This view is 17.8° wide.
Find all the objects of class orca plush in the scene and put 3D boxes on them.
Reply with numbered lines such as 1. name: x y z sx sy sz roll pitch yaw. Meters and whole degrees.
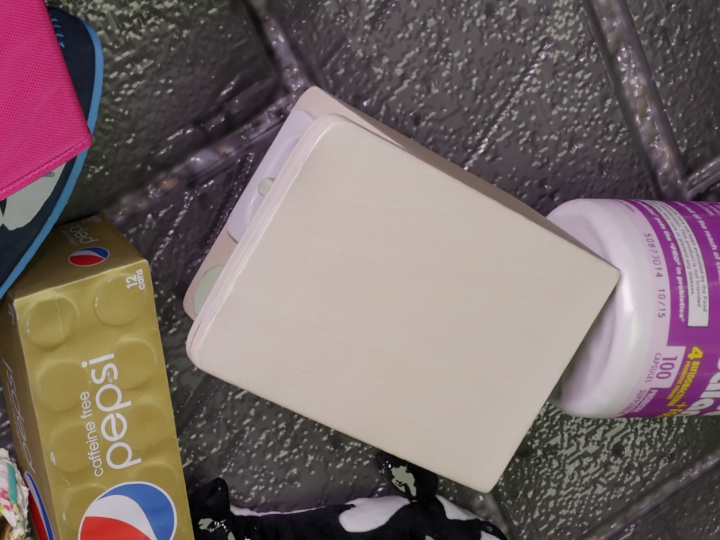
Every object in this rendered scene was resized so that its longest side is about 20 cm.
1. orca plush: 0.004 0.149 1.185 0.199 0.071 0.106 28 97 -33

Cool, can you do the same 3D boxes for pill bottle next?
1. pill bottle: 0.191 0.020 1.201 0.198 0.112 0.113 0 111 -26

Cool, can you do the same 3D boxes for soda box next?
1. soda box: -0.127 0.080 1.094 0.067 0.064 0.202 -17 117 -19

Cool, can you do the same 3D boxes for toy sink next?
1. toy sink: 0.000 0.000 1.096 0.199 0.112 0.131 25 99 -38

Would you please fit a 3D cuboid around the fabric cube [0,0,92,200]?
1. fabric cube: -0.242 -0.120 0.833 0.199 0.197 0.200 -30 147 -12

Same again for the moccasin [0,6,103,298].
1. moccasin: -0.180 -0.026 1.009 0.068 0.080 0.201 21 100 -43

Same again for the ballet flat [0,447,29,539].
1. ballet flat: -0.226 0.168 1.081 0.075 0.064 0.201 33 95 -32
